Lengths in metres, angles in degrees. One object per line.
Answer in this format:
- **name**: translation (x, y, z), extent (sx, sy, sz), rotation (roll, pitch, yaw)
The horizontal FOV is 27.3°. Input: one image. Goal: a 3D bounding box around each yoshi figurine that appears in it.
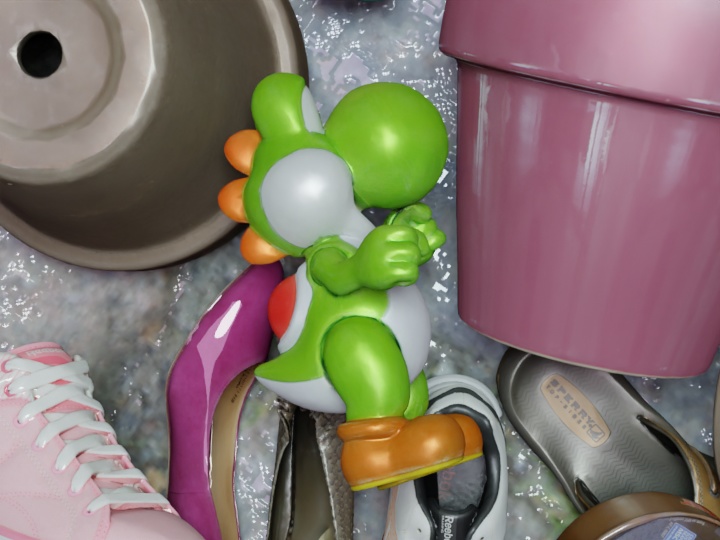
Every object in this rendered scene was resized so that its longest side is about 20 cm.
- **yoshi figurine**: translation (0.013, -0.006, 0.688), extent (0.112, 0.112, 0.200), rotation (-11, 78, -38)

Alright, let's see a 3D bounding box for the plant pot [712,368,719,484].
- **plant pot**: translation (0.231, 0.072, 0.716), extent (0.093, 0.201, 0.201), rotation (4, 83, 34)

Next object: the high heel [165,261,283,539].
- **high heel**: translation (-0.061, 0.096, 0.766), extent (0.096, 0.067, 0.200), rotation (28, 101, 15)

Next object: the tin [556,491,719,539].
- **tin**: translation (0.116, 0.200, 0.727), extent (0.112, 0.042, 0.200), rotation (33, 97, -13)

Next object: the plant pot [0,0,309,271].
- **plant pot**: translation (-0.132, -0.099, 0.724), extent (0.200, 0.175, 0.201), rotation (0, 91, 5)

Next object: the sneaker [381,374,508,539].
- **sneaker**: translation (0.037, 0.153, 0.752), extent (0.073, 0.080, 0.201), rotation (3, 86, 0)

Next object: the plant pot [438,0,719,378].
- **plant pot**: translation (0.126, -0.051, 0.723), extent (0.199, 0.200, 0.180), rotation (12, 101, 3)

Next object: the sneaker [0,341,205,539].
- **sneaker**: translation (-0.147, 0.092, 0.731), extent (0.200, 0.075, 0.105), rotation (11, 89, 38)

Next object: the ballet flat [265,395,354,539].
- **ballet flat**: translation (-0.027, 0.141, 0.761), extent (0.067, 0.046, 0.201), rotation (1, 81, 33)

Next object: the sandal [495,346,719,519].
- **sandal**: translation (0.152, 0.108, 0.761), extent (0.082, 0.055, 0.200), rotation (-43, 89, -2)
